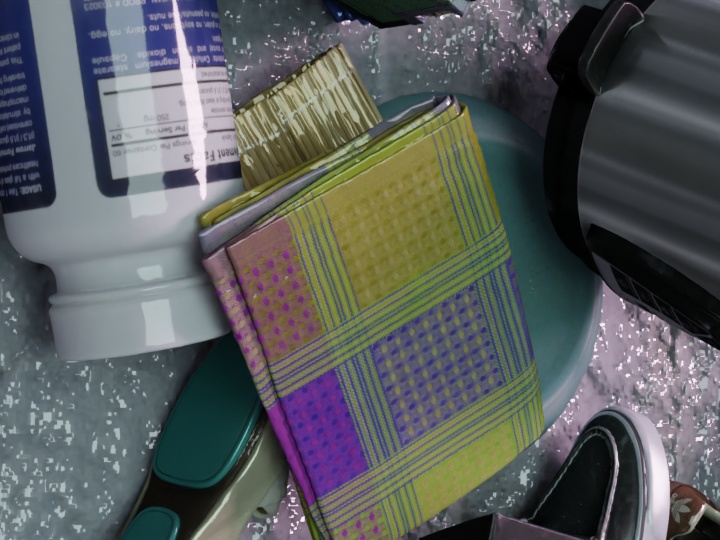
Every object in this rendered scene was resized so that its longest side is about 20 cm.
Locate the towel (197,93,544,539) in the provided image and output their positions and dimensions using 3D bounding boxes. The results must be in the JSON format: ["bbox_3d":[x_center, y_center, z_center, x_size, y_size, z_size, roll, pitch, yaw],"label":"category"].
[{"bbox_3d":[0.012,0.029,0.912,0.143,0.023,0.201,-31,123,-19],"label":"towel"}]

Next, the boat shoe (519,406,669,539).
[{"bbox_3d":[0.099,0.162,1.020,0.068,0.073,0.201,24,84,-37],"label":"boat shoe"}]

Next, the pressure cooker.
[{"bbox_3d":[0.189,-0.059,0.990,0.178,0.199,0.178,-26,127,-36],"label":"pressure cooker"}]

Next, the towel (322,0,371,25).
[{"bbox_3d":[0.001,-0.242,1.004,0.144,0.024,0.201,-35,105,-26],"label":"towel"}]

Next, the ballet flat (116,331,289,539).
[{"bbox_3d":[-0.075,0.116,0.937,0.069,0.069,0.201,36,75,-23],"label":"ballet flat"}]

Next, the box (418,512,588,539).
[{"bbox_3d":[0.116,0.222,0.916,0.198,0.086,0.165,18,69,-18],"label":"box"}]

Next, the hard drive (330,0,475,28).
[{"bbox_3d":[-0.045,-0.176,0.897,0.199,0.140,0.038,30,86,-16],"label":"hard drive"}]

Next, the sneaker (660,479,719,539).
[{"bbox_3d":[0.210,0.188,1.078,0.200,0.075,0.071,41,71,-21],"label":"sneaker"}]

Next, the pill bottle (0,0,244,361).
[{"bbox_3d":[-0.112,-0.065,0.889,0.110,0.111,0.202,-10,94,-28],"label":"pill bottle"}]

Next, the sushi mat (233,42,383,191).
[{"bbox_3d":[0.000,0.000,0.964,0.095,0.012,0.201,-31,98,-15],"label":"sushi mat"}]

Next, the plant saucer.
[{"bbox_3d":[0.053,0.007,1.020,0.198,0.036,0.203,1,89,-28],"label":"plant saucer"}]
